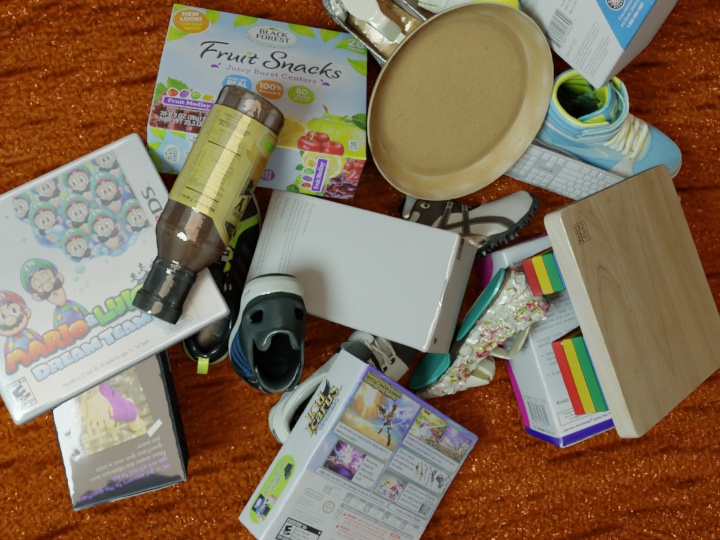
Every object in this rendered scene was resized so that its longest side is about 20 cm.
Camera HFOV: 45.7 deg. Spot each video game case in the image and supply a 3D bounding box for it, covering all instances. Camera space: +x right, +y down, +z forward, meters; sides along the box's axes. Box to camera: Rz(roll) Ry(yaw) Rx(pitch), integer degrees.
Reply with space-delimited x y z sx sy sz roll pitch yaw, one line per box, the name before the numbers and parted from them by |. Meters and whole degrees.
video game case | -0.241 0.003 0.736 0.199 0.024 0.183 -28 85 -12
video game case | 0.006 0.198 0.828 0.200 0.045 0.182 38 82 -41

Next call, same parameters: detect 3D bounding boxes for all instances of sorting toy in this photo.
sorting toy | 0.243 0.024 0.796 0.198 0.069 0.202 -22 93 -42

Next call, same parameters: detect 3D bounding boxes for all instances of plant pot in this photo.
plant pot | 0.093 -0.161 0.818 0.198 0.028 0.202 -15 130 -19

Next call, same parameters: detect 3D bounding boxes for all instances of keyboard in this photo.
keyboard | 0.243 -0.094 0.923 0.198 0.056 0.011 18 63 -8

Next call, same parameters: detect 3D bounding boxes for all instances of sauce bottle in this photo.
sauce bottle | -0.131 -0.054 0.718 0.064 0.065 0.202 26 86 -7

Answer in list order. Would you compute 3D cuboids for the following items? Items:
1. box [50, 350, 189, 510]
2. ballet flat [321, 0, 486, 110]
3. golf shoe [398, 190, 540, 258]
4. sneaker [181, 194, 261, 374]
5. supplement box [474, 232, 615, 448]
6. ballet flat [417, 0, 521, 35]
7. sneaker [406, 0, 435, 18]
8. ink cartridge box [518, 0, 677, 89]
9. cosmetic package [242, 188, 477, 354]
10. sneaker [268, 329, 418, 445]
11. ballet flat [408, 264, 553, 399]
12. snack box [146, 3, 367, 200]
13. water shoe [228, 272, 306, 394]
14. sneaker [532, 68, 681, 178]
box | -0.232 0.103 0.804 0.105 0.122 0.202 -12 90 -10
ballet flat | 0.037 -0.224 0.826 0.200 0.072 0.072 40 83 -1
golf shoe | 0.091 -0.049 0.885 0.199 0.078 0.095 -28 92 -10
sneaker | -0.136 0.000 0.843 0.071 0.083 0.202 5 87 -9
supplement box | 0.202 0.064 0.886 0.102 0.101 0.202 -19 91 -10
ballet flat | 0.064 -0.288 0.827 0.067 0.067 0.200 -29 66 -40
sneaker | 0.116 -0.251 0.898 0.198 0.075 0.106 -21 90 -4
ink cartridge box | 0.193 -0.289 0.781 0.086 0.147 0.200 -39 78 -18
cosmetic package | 0.000 0.000 0.822 0.198 0.081 0.114 18 88 20
sneaker | -0.004 0.108 0.860 0.200 0.088 0.074 -43 93 -9
ballet flat | 0.116 0.076 0.835 0.064 0.200 0.076 30 44 -6
snack box | -0.095 -0.165 0.829 0.198 0.068 0.170 9 55 -9
water shoe | -0.087 0.082 0.791 0.071 0.201 0.080 -2 58 -7
sneaker | 0.266 -0.145 0.889 0.198 0.131 0.080 17 83 -8
